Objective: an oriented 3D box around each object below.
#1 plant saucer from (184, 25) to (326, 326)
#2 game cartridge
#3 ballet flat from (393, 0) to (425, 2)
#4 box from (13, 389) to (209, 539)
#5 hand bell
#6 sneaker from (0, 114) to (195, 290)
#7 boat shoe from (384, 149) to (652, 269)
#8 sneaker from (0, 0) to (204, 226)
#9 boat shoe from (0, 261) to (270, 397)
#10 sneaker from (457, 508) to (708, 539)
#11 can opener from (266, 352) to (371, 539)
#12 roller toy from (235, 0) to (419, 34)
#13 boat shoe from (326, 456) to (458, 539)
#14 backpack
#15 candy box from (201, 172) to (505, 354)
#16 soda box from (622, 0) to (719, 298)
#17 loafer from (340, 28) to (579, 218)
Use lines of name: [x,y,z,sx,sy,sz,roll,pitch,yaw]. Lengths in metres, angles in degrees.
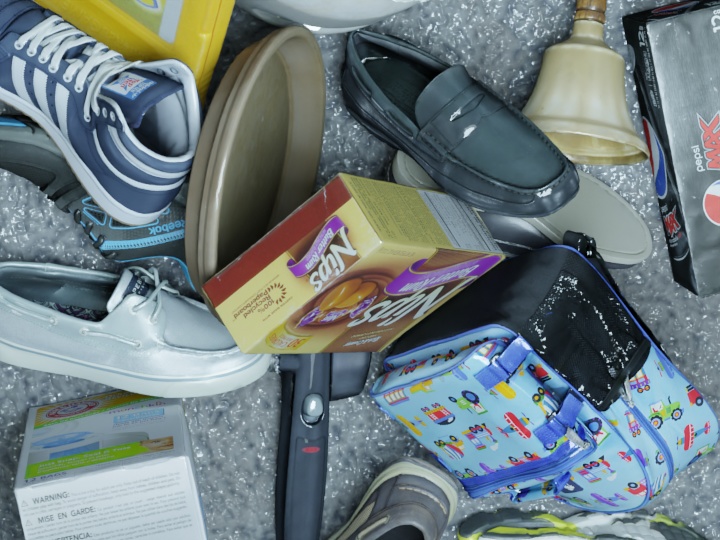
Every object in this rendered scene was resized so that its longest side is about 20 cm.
plant saucer: [-0.068,-0.061,1.257,0.029,0.200,0.200,13,100,15]
game cartridge: [-0.152,-0.209,1.215,0.176,0.032,0.200,36,135,14]
ballet flat: [0.003,-0.255,1.159,0.072,0.072,0.200,-29,96,-2]
box: [-0.161,0.151,1.285,0.112,0.200,0.102,-11,102,-4]
hand bell: [0.156,-0.180,1.334,0.104,0.104,0.200,8,83,-10]
sneaker: [-0.173,-0.047,1.309,0.200,0.073,0.082,20,99,-11]
boat shoe: [0.107,-0.038,1.371,0.200,0.073,0.063,16,140,-16]
sneaker: [-0.175,-0.125,1.216,0.200,0.108,0.070,48,59,-5]
boat shoe: [-0.159,0.033,1.307,0.200,0.070,0.072,8,130,2]
sneaker: [0.167,0.223,1.420,0.200,0.074,0.085,5,106,0]
can opener: [-0.037,0.114,1.365,0.078,0.063,0.200,6,100,-6]
roller toy: [-0.021,-0.249,1.258,0.182,0.140,0.200,-43,99,-8]
boat shoe: [0.000,0.217,1.358,0.074,0.073,0.200,25,122,1]
backpack: [0.133,0.093,1.324,0.200,0.182,0.135,46,60,-16]
candy box: [0.000,0.000,1.237,0.117,0.200,0.057,-38,72,19]
soda box: [0.241,-0.087,1.367,0.071,0.063,0.200,-14,102,-5]
loafer: [0.059,-0.098,1.277,0.068,0.200,0.070,-40,142,-21]
